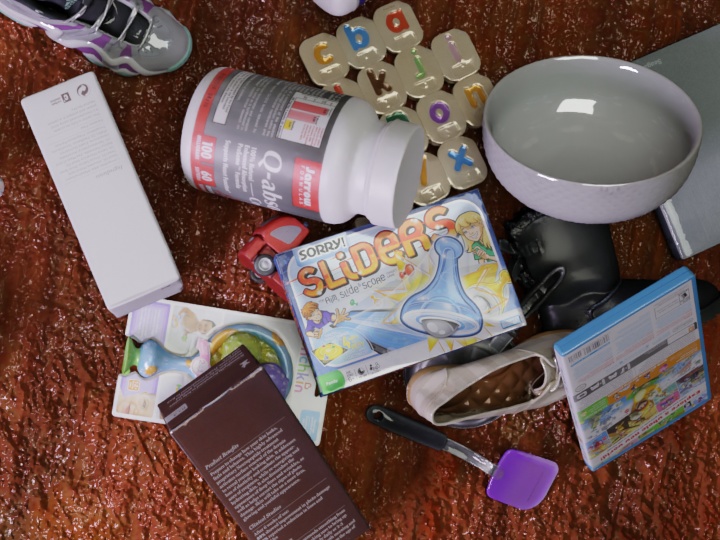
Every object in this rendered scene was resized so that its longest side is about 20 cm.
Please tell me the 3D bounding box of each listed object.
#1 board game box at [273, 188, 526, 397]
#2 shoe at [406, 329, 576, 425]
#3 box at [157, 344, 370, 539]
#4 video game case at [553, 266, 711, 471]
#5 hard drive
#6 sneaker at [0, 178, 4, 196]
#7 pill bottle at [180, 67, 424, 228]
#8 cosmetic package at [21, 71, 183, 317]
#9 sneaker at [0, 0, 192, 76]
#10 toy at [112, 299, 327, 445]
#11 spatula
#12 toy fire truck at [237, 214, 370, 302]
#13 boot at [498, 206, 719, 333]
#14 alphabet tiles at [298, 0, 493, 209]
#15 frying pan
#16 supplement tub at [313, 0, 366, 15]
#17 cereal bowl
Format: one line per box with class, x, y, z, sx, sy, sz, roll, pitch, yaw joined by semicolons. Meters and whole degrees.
board game box;0.036;0.020;1.271;0.199;0.034;0.136;-19;84;-10
shoe;0.144;0.105;1.283;0.199;0.053;0.070;-13;109;-11
box;-0.087;0.179;1.266;0.100;0.075;0.200;-34;114;-7
video game case;0.259;0.096;1.306;0.143;0.018;0.200;-30;138;-7
hard drive;0.338;-0.130;1.380;0.139;0.033;0.201;-24;93;-8
sneaker;-0.425;-0.046;1.242;0.199;0.080;0.131;10;86;1
pill bottle;-0.050;-0.107;1.249;0.199;0.116;0.116;15;87;14
cosmetic package;-0.230;-0.065;1.250;0.071;0.101;0.201;-23;86;-8
sneaker;-0.245;-0.234;1.237;0.199;0.140;0.078;18;87;-8
toy;-0.124;0.095;1.300;0.199;0.047;0.116;10;89;-8
spatula;0.095;0.176;1.346;0.199;0.021;0.057;25;99;-6
toy fire truck;0.000;0.000;1.315;0.200;0.049;0.141;40;76;-1
boot;0.240;-0.004;1.344;0.198;0.073;0.163;-19;95;-3
alphabet tiles;0.031;-0.151;1.332;0.199;0.015;0.196;-25;84;-8
frying pan;0.131;0.085;1.321;0.189;0.031;0.115;-25;105;13
supplement tub;0.018;-0.346;1.277;0.200;0.145;0.146;-37;95;-7
cereal bowl;0.211;-0.110;1.291;0.199;0.200;0.084;-10;133;-9
